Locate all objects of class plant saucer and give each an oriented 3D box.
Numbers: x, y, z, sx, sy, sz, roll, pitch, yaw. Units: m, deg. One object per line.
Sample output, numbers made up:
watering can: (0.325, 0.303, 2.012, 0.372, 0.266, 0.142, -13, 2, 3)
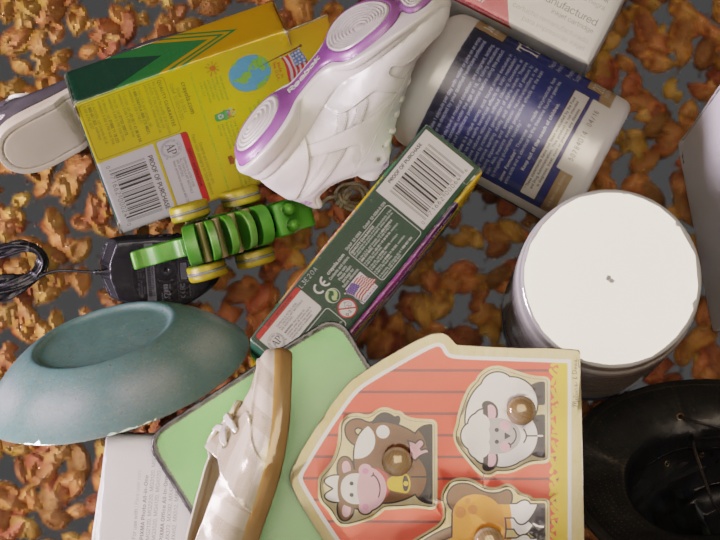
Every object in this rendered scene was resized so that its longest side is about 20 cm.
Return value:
plant saucer: (-0.182, 0.063, 1.676, 0.201, 0.201, 0.039, -16, 110, -3)

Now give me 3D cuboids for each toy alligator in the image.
toy alligator: (-0.074, -0.035, 1.736, 0.200, 0.054, 0.059, -17, 97, -20)

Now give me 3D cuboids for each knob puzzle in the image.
knob puzzle: (0.051, 0.142, 1.568, 0.219, 0.030, 0.220, 0, 92, 3)

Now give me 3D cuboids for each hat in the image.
hat: (0.249, 0.169, 1.711, 0.200, 0.081, 0.201, 1, 49, -1)

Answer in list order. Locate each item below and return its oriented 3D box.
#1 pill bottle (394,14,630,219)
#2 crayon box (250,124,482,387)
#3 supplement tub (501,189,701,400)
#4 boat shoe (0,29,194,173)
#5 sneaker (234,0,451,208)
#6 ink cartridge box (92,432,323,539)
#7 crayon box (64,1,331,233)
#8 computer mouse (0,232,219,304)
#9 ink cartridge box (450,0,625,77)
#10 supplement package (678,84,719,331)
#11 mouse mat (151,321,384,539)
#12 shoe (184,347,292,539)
pill bottle: (0.094, -0.125, 1.751, 0.200, 0.111, 0.111, 29, 81, 4)
crayon box: (0.000, 0.000, 1.698, 0.058, 0.173, 0.200, 39, 82, 2)
supplement tub: (0.172, 0.022, 1.683, 0.132, 0.200, 0.132, 0, 81, -1)
boat shoe: (-0.191, -0.143, 1.772, 0.200, 0.073, 0.063, -24, 40, -2)
sneaker: (0.001, -0.128, 1.696, 0.100, 0.075, 0.200, 37, 112, -28)
ink cartridge box: (-0.086, 0.164, 1.675, 0.200, 0.145, 0.084, 5, 86, 0)
crayon box: (-0.108, -0.119, 1.743, 0.200, 0.127, 0.051, -19, 37, -4)
computer mouse: (-0.206, 0.000, 1.764, 0.200, 0.034, 0.059, -1, 103, -3)
ink cartridge box: (0.153, -0.266, 1.789, 0.145, 0.083, 0.200, 27, 81, 4)
supplement package: (0.314, -0.050, 1.697, 0.111, 0.200, 0.156, -9, 81, -2)
mouse mat: (-0.030, 0.156, 1.592, 0.161, 0.008, 0.200, -32, 87, -2)
shoe: (-0.087, 0.147, 1.553, 0.053, 0.070, 0.200, 14, 89, -8)
